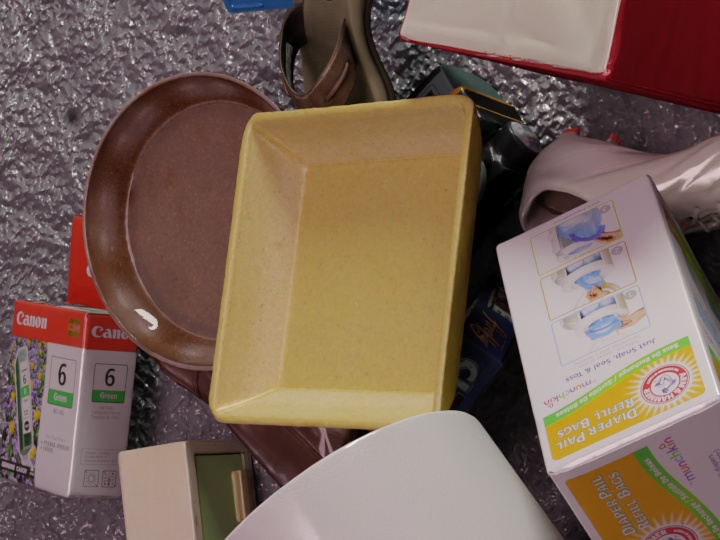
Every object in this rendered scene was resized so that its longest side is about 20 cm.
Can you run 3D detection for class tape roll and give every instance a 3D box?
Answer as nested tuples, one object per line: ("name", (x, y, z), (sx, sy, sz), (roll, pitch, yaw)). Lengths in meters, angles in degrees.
("tape roll", (0.022, 0.193, 1.218), (0.203, 0.202, 0.139), (-48, 63, 23))

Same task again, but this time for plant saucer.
("plant saucer", (-0.102, -0.034, 1.495), (0.200, 0.034, 0.201), (2, 94, 31))
("plant saucer", (0.000, 0.000, 1.355), (0.200, 0.048, 0.201), (-1, 79, 45))

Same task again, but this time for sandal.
("sandal", (-0.026, -0.138, 1.410), (0.080, 0.057, 0.202), (14, 122, 46))

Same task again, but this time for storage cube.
("storage cube", (0.158, -0.193, 1.299), (0.200, 0.179, 0.172), (18, 98, 47))

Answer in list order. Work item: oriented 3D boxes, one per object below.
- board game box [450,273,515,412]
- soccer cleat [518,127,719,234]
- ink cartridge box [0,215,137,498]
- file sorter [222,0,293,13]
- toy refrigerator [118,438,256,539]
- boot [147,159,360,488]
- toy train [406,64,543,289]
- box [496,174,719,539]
("board game box", (0.032, 0.105, 1.417), (0.035, 0.136, 0.200), (35, 110, 0))
("soccer cleat", (0.190, -0.044, 1.339), (0.199, 0.069, 0.078), (3, 48, 32))
("ink cartridge box", (-0.212, 0.061, 1.620), (0.109, 0.050, 0.201), (7, 92, 52))
("file sorter", (-0.010, -0.266, 1.450), (0.199, 0.123, 0.139), (-1, 131, 34))
("toy refrigerator", (-0.111, 0.221, 1.544), (0.070, 0.076, 0.201), (-13, 80, 33))
("boot", (-0.055, 0.042, 1.521), (0.200, 0.064, 0.187), (41, 123, 32))
("toy train", (0.038, -0.041, 1.457), (0.200, 0.085, 0.114), (-47, 50, 26))
("box", (0.155, 0.061, 1.228), (0.101, 0.113, 0.200), (-25, 35, 13))
